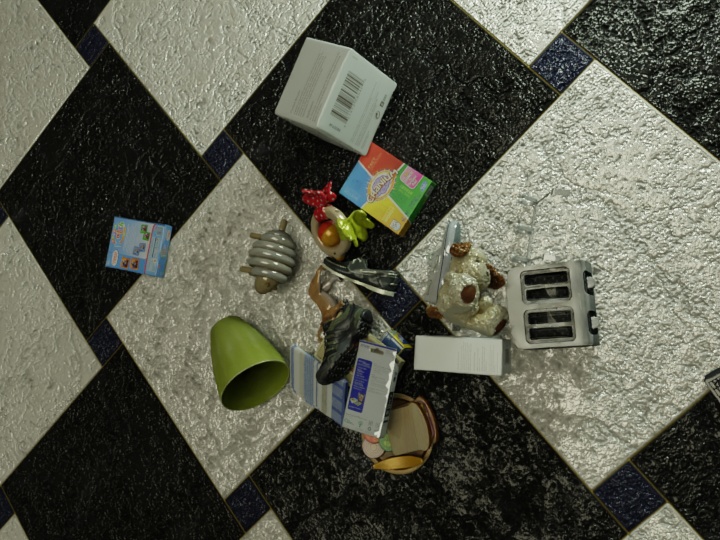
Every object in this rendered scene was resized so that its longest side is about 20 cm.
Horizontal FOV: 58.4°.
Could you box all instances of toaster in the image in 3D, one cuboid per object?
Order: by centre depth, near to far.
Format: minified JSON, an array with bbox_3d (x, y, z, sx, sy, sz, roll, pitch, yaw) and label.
[{"bbox_3d":[0.402,0.075,1.371,0.198,0.118,0.183,-6,81,23],"label":"toaster"}]

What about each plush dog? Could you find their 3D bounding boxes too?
[{"bbox_3d":[0.235,0.031,1.426,0.159,0.200,0.173,0,59,46],"label":"plush dog"}]

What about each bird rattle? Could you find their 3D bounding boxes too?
[{"bbox_3d":[-0.076,-0.112,1.600,0.199,0.113,0.164,33,129,16],"label":"bird rattle"}]

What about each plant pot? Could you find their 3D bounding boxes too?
[{"bbox_3d":[-0.304,0.218,1.648,0.187,0.187,0.201,-45,55,13],"label":"plant pot"}]

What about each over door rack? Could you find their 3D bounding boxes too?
[{"bbox_3d":[0.365,-0.092,1.365,0.066,0.200,0.150,9,88,-7],"label":"over door rack"}]

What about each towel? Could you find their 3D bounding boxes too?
[{"bbox_3d":[-0.102,0.278,1.566,0.199,0.024,0.148,27,128,37],"label":"towel"}]

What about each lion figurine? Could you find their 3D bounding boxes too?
[{"bbox_3d":[-0.086,0.083,1.619,0.122,0.072,0.201,-42,55,28],"label":"lion figurine"}]

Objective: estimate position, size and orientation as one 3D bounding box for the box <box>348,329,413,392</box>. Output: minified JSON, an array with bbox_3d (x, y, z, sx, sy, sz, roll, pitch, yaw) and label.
[{"bbox_3d":[0.033,0.237,1.541,0.064,0.070,0.201,43,102,22],"label":"box"}]

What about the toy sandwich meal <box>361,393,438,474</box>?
[{"bbox_3d":[0.085,0.382,1.503,0.203,0.070,0.208,-3,83,23],"label":"toy sandwich meal"}]

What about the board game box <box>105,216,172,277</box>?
[{"bbox_3d":[-0.652,-0.070,1.891,0.198,0.037,0.153,10,88,24],"label":"board game box"}]

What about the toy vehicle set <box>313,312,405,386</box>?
[{"bbox_3d":[-0.005,0.206,1.509,0.199,0.026,0.125,36,99,26],"label":"toy vehicle set"}]

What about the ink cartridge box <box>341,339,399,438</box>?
[{"bbox_3d":[0.027,0.264,1.449,0.099,0.039,0.202,12,89,27],"label":"ink cartridge box"}]

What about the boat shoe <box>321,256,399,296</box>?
[{"bbox_3d":[0.000,0.000,1.579,0.198,0.072,0.068,20,99,16],"label":"boat shoe"}]

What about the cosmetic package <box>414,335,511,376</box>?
[{"bbox_3d":[0.228,0.188,1.440,0.198,0.113,0.082,-1,83,25],"label":"cosmetic package"}]

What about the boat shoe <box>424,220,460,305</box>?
[{"bbox_3d":[0.185,-0.018,1.499,0.066,0.073,0.202,9,89,23],"label":"boat shoe"}]

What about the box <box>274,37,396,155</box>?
[{"bbox_3d":[-0.059,-0.417,1.562,0.171,0.199,0.201,28,96,38],"label":"box"}]

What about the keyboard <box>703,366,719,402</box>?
[{"bbox_3d":[0.779,0.199,1.237,0.199,0.040,0.105,-37,71,17],"label":"keyboard"}]

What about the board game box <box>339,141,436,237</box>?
[{"bbox_3d":[0.064,-0.201,1.589,0.199,0.040,0.154,36,99,23],"label":"board game box"}]

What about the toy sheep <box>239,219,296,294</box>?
[{"bbox_3d":[-0.227,-0.037,1.655,0.137,0.138,0.202,11,83,24],"label":"toy sheep"}]

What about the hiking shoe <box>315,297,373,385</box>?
[{"bbox_3d":[-0.053,0.166,1.487,0.100,0.076,0.201,26,80,38],"label":"hiking shoe"}]
